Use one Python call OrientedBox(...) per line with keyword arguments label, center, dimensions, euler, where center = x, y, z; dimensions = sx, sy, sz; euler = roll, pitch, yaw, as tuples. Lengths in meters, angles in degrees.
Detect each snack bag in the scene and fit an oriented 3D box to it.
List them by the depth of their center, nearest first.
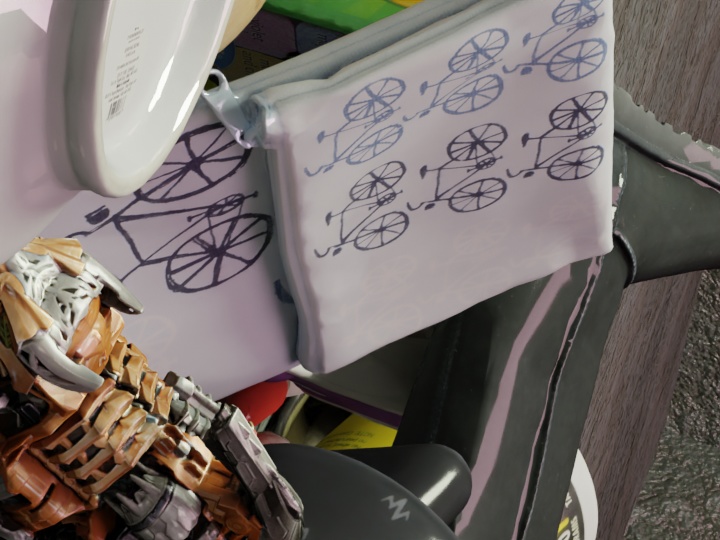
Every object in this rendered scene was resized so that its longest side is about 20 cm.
OrientedBox(label="snack bag", center=(-0.020, -0.009, 0.827), dimensions=(0.189, 0.200, 0.021), euler=(83, -16, -66))

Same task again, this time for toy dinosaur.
OrientedBox(label="toy dinosaur", center=(-0.067, 0.072, 0.730), dimensions=(0.102, 0.136, 0.200), euler=(-44, 125, -51))

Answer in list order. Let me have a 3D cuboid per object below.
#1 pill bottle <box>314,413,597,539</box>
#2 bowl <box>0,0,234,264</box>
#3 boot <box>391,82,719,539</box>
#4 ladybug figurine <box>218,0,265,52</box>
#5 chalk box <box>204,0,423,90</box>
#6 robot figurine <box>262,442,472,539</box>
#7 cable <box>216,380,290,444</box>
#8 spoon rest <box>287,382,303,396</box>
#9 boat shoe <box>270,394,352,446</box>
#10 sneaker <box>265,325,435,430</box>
OrientedBox(label="pill bottle", center=(-0.002, 0.130, 1.182), dimensions=(0.200, 0.112, 0.113), euler=(-40, 150, -38))
OrientedBox(label="bowl", center=(-0.077, -0.074, 0.611), dimensions=(0.201, 0.090, 0.201), euler=(17, 90, -79))
OrientedBox(label="boot", center=(0.073, 0.045, 1.056), dimensions=(0.165, 0.066, 0.200), euler=(25, 73, -48))
OrientedBox(label="ladybug figurine", center=(-0.033, -0.152, 0.748), dimensions=(0.136, 0.072, 0.200), euler=(87, 22, -79))
OrientedBox(label="chalk box", center=(0.001, -0.096, 0.902), dimensions=(0.125, 0.124, 0.200), euler=(85, 25, -66))
OrientedBox(label="robot figurine", center=(-0.032, 0.132, 0.885), dimensions=(0.200, 0.150, 0.125), euler=(-44, 167, -41))
OrientedBox(label="cable", center=(-0.063, 0.077, 1.038), dimensions=(0.200, 0.050, 0.097), euler=(-50, 153, -69))
OrientedBox(label="spoon rest", center=(0.003, -0.039, 1.169), dimensions=(0.099, 0.061, 0.200), euler=(73, 36, -68))
OrientedBox(label="boat shoe", center=(0.006, 0.063, 1.320), dimensions=(0.065, 0.073, 0.200), euler=(104, 10, -49))
OrientedBox(label="sneaker", center=(0.000, 0.000, 1.048), dimensions=(0.200, 0.075, 0.100), euler=(26, 85, -61))
